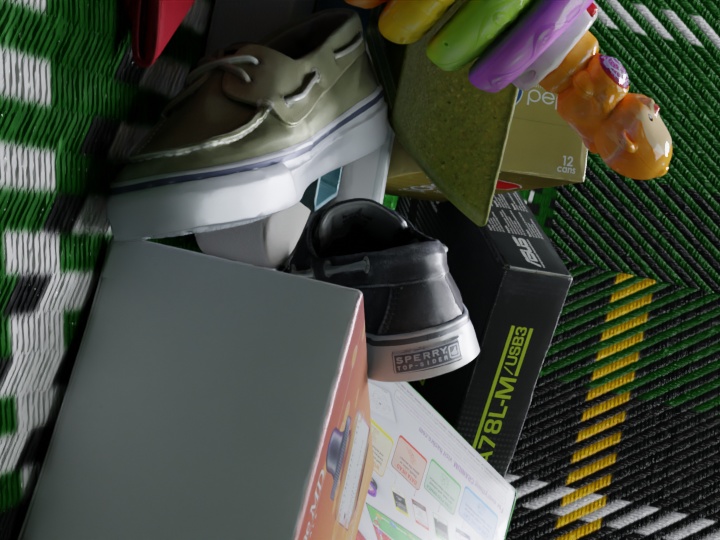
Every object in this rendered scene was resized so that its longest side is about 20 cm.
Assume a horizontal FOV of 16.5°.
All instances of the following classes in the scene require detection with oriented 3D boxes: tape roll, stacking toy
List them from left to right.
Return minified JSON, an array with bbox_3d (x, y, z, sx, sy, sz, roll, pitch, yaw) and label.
[{"bbox_3d":[-0.036,-0.102,1.175,0.203,0.037,0.204,13,90,-83],"label":"tape roll"},{"bbox_3d":[0.053,-0.111,0.984,0.110,0.200,0.116,-44,-177,19],"label":"stacking toy"}]

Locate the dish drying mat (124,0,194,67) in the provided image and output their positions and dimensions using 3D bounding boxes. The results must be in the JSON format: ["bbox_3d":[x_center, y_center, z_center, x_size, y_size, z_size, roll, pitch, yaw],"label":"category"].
[{"bbox_3d":[-0.058,-0.159,0.992,0.200,0.018,0.077,-66,167,-55],"label":"dish drying mat"}]

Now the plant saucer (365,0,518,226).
[{"bbox_3d":[0.043,-0.149,1.120,0.200,0.048,0.201,-102,-157,-67],"label":"plant saucer"}]

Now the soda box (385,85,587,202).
[{"bbox_3d":[0.051,-0.075,1.307,0.200,0.067,0.065,178,-81,-71],"label":"soda box"}]

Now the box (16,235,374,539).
[{"bbox_3d":[-0.063,0.103,1.031,0.200,0.106,0.153,86,18,-66],"label":"box"}]

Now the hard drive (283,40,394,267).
[{"bbox_3d":[-0.004,-0.089,1.314,0.132,0.026,0.202,-134,-127,-73],"label":"hard drive"}]

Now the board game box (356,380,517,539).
[{"bbox_3d":[0.000,0.138,1.247,0.040,0.153,0.201,-31,-156,34],"label":"board game box"}]

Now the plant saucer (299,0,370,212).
[{"bbox_3d":[-0.006,-0.130,1.148,0.070,0.019,0.202,-44,146,-78],"label":"plant saucer"}]

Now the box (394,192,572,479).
[{"bbox_3d":[0.050,0.041,1.430,0.200,0.047,0.194,-114,-146,-60],"label":"box"}]

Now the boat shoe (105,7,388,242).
[{"bbox_3d":[-0.049,-0.060,1.008,0.200,0.071,0.063,-37,118,-63],"label":"boat shoe"}]

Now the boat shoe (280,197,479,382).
[{"bbox_3d":[0.000,0.000,1.126,0.200,0.071,0.068,-148,-134,-75],"label":"boat shoe"}]
